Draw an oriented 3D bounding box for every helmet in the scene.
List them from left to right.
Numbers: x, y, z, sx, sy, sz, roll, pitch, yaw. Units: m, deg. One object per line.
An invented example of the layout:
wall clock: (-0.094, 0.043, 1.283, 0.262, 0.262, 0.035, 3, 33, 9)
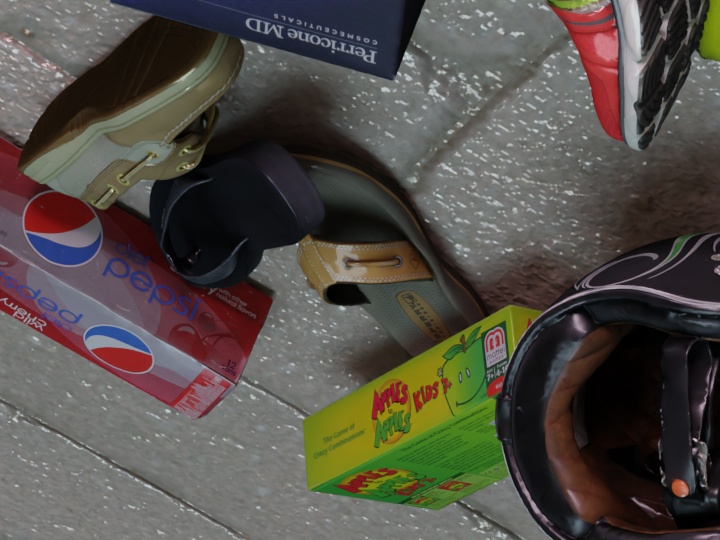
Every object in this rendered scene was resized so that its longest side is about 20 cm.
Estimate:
helmet: (0.186, 0.071, 1.233, 0.199, 0.190, 0.202, 5, 97, 40)

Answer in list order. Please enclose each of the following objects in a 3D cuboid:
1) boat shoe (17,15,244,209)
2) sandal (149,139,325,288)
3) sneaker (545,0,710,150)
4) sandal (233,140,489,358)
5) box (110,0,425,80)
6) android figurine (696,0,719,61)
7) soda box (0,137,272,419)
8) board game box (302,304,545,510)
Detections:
boat shoe: (-0.111, -0.084, 1.292, 0.066, 0.074, 0.200, 34, 151, -22)
sandal: (-0.081, -0.028, 1.317, 0.076, 0.043, 0.200, 51, 158, -3)
sneaker: (0.099, -0.142, 1.059, 0.084, 0.077, 0.201, 12, 139, 32)
sandal: (0.000, 0.000, 1.347, 0.081, 0.055, 0.200, -12, 131, 37)
box: (-0.030, -0.202, 1.073, 0.147, 0.105, 0.201, 15, 142, 8)
android figurine: (0.134, -0.179, 1.073, 0.181, 0.041, 0.201, 10, 142, 16)
soda box: (-0.156, 0.005, 1.417, 0.199, 0.070, 0.063, 31, 143, -12)
board game box: (0.065, 0.083, 1.392, 0.101, 0.048, 0.200, 12, 151, -34)
